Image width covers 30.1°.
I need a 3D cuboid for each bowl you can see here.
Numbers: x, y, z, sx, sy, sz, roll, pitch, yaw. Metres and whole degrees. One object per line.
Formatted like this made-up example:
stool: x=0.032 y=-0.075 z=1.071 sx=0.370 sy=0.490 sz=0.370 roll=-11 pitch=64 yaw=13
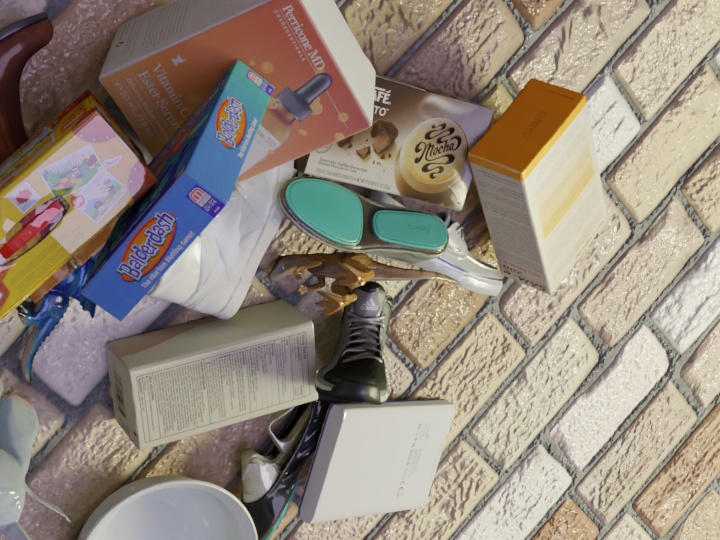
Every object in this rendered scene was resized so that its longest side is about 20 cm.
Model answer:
bowl: x=-0.214 y=0.290 z=1.386 sx=0.201 sy=0.090 sz=0.202 roll=-10 pitch=113 yaw=-26

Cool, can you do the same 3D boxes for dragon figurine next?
dragon figurine: x=-0.276 y=0.013 z=1.264 sx=0.099 sy=0.059 sz=0.201 roll=-2 pitch=101 yaw=-20

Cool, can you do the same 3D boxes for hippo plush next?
hippo plush: x=-0.389 y=0.193 z=1.246 sx=0.161 sy=0.159 sz=0.200 roll=-30 pitch=108 yaw=18

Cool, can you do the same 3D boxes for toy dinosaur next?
toy dinosaur: x=0.000 y=0.000 z=1.358 sx=0.199 sy=0.106 sz=0.061 roll=7 pitch=115 yaw=9

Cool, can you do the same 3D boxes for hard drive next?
hard drive: x=0.021 y=0.209 z=1.493 sx=0.200 sy=0.025 sz=0.132 roll=4 pitch=106 yaw=-50

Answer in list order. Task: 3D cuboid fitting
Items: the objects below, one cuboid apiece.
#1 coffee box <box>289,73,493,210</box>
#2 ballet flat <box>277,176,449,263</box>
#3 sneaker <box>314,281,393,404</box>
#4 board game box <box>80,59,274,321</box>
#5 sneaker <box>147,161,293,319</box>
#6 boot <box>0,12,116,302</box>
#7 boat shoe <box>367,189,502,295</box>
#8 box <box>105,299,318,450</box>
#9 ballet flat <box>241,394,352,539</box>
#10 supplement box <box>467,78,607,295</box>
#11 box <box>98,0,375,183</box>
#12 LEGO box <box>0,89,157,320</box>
coffee box: x=0.022 y=-0.141 z=1.371 sx=0.200 sy=0.080 sz=0.113 roll=12 pitch=101 yaw=-33
ballet flat: x=-0.005 y=-0.042 z=1.347 sx=0.200 sy=0.064 sz=0.068 roll=13 pitch=69 yaw=-28
sneaker: x=-0.002 y=0.069 z=1.385 sx=0.075 sy=0.200 sz=0.116 roll=10 pitch=94 yaw=-2
board game box: x=-0.148 y=-0.070 z=1.106 sx=0.045 sy=0.200 sz=0.152 roll=37 pitch=120 yaw=-15
sneaker: x=-0.146 y=-0.054 z=1.312 sx=0.115 sy=0.074 sz=0.200 roll=15 pitch=101 yaw=-36
boot: x=-0.286 y=-0.101 z=1.179 sx=0.188 sy=0.068 sz=0.200 roll=-46 pitch=103 yaw=-7
boat shoe: x=0.084 y=-0.031 z=1.450 sx=0.200 sy=0.074 sz=0.067 roll=21 pitch=97 yaw=-33
box: x=-0.148 y=0.103 z=1.363 sx=0.200 sy=0.078 sz=0.095 roll=-13 pitch=114 yaw=-26
ballet flat: x=-0.087 y=0.197 z=1.446 sx=0.068 sy=0.068 sz=0.200 roll=37 pitch=77 yaw=-24
supplement box: x=0.194 y=-0.089 z=1.445 sx=0.126 sy=0.073 sz=0.200 roll=-49 pitch=143 yaw=-24
box: x=-0.108 y=-0.177 z=1.216 sx=0.200 sy=0.106 sz=0.152 roll=-22 pitch=122 yaw=17
LEGO box: x=-0.270 y=-0.048 z=1.098 sx=0.200 sy=0.149 sz=0.077 roll=-41 pitch=110 yaw=-1
